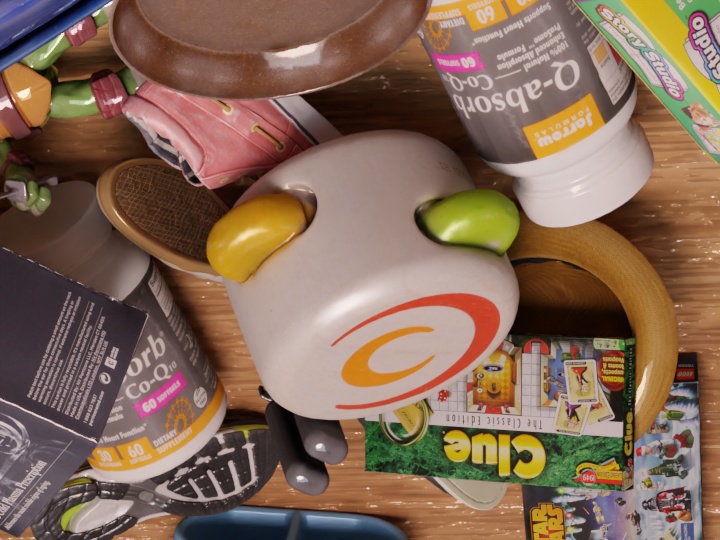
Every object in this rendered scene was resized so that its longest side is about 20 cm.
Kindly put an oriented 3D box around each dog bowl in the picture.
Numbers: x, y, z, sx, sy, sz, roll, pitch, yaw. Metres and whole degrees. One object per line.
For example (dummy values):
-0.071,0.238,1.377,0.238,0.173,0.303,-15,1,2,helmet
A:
-0.053,0.223,1.790,0.199,0.112,0.050,4,109,3,dog bowl

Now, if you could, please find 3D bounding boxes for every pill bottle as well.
0.112,-0.136,1.531,0.116,0.117,0.201,-20,118,17,pill bottle
-0.185,0.043,1.680,0.116,0.117,0.201,-19,119,16,pill bottle

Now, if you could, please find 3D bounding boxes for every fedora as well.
0.139,0.049,1.653,0.199,0.082,0.202,2,95,28,fedora

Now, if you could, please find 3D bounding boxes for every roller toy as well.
0.000,0.000,1.560,0.199,0.140,0.183,-18,151,-10,roller toy

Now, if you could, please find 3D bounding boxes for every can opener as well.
-0.034,0.099,1.660,0.066,0.200,0.053,25,105,-14,can opener

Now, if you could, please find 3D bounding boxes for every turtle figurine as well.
-0.219,-0.119,1.549,0.193,0.145,0.200,-25,161,0,turtle figurine

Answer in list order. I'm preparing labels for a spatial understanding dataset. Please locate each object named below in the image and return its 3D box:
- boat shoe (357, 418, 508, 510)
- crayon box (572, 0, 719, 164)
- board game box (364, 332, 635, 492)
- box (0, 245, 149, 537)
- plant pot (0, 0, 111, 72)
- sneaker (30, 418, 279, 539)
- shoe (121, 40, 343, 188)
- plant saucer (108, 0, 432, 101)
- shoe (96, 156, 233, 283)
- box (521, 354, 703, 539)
0.032,0.101,1.730,0.199,0.075,0.066,45,151,-25,boat shoe
0.226,-0.197,1.469,0.200,0.058,0.173,45,74,-21,crayon box
0.094,0.094,1.620,0.199,0.023,0.106,1,96,28,board game box
-0.265,0.069,1.544,0.181,0.105,0.200,26,148,-11,box
-0.234,-0.230,1.426,0.200,0.200,0.180,52,158,2,plant pot
-0.158,0.145,1.770,0.199,0.081,0.074,-13,124,-10,sneaker
-0.078,-0.086,1.574,0.091,0.071,0.200,-53,134,-8,shoe
-0.056,-0.169,1.430,0.199,0.035,0.201,-8,153,-4,plant saucer
-0.114,-0.024,1.631,0.053,0.070,0.199,-13,153,40,shoe
0.189,0.157,1.763,0.136,0.040,0.201,-3,122,8,box
